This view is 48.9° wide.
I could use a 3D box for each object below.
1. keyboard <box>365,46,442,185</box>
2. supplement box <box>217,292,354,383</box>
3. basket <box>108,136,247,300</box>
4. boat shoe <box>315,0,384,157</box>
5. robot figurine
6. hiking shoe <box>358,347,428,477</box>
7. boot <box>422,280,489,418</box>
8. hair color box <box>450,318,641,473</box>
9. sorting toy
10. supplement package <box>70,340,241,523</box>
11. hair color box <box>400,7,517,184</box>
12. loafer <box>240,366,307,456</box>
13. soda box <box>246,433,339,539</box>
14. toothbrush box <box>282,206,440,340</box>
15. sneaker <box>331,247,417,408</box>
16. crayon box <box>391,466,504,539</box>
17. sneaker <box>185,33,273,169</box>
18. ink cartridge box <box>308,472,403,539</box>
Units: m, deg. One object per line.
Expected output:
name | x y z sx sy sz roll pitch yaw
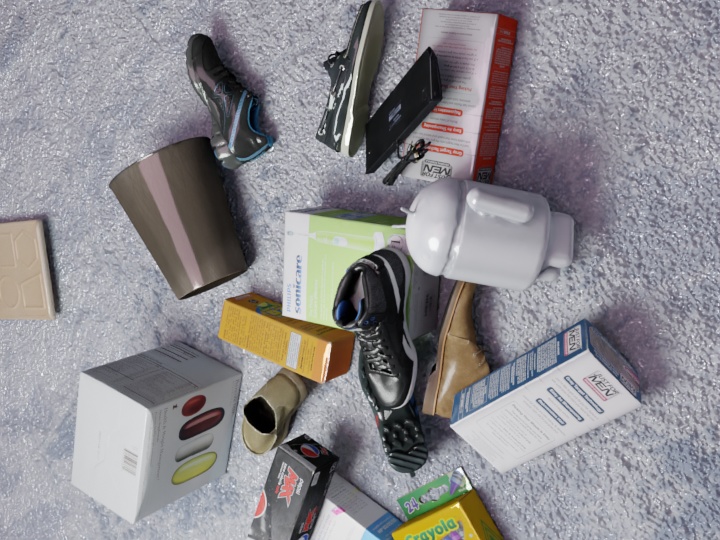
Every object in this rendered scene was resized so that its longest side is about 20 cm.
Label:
keyboard | 0.049 -0.166 0.951 0.200 0.021 0.127 140 134 -63
supplement box | -0.110 0.094 1.145 0.200 0.066 0.069 17 107 29
basket | -0.260 -0.068 1.179 0.180 0.136 0.200 -24 88 28
boat shoe | -0.019 -0.250 1.022 0.066 0.075 0.200 19 118 17
robot figurine | 0.137 -0.041 0.899 0.200 0.170 0.113 11 63 -4
hiking shoe | 0.039 0.173 1.056 0.074 0.087 0.200 -8 70 -2
boot | 0.132 0.095 0.998 0.075 0.074 0.200 12 110 12
hair color box | 0.212 0.151 0.926 0.100 0.061 0.200 43 123 -17
sorting toy | -0.637 0.000 1.494 0.200 0.036 0.186 -1 98 38
supplement package | -0.313 0.240 1.222 0.147 0.200 0.192 21 110 28
hair color box | 0.116 -0.204 0.949 0.101 0.061 0.200 16 106 30
loafer | -0.143 0.214 1.167 0.076 0.067 0.200 45 136 19
soda box | -0.100 0.332 1.100 0.071 0.063 0.200 28 110 26
toothbrush box | 0.000 0.000 1.045 0.200 0.086 0.146 9 104 30
sneaker | 0.009 0.078 0.936 0.073 0.112 0.200 2 101 32
crayon box | 0.129 0.379 1.048 0.126 0.052 0.200 -37 77 32
sneaker | -0.188 -0.251 1.144 0.082 0.073 0.200 -19 93 17
ink cartridge box | -0.043 0.368 1.147 0.200 0.068 0.115 31 112 25
